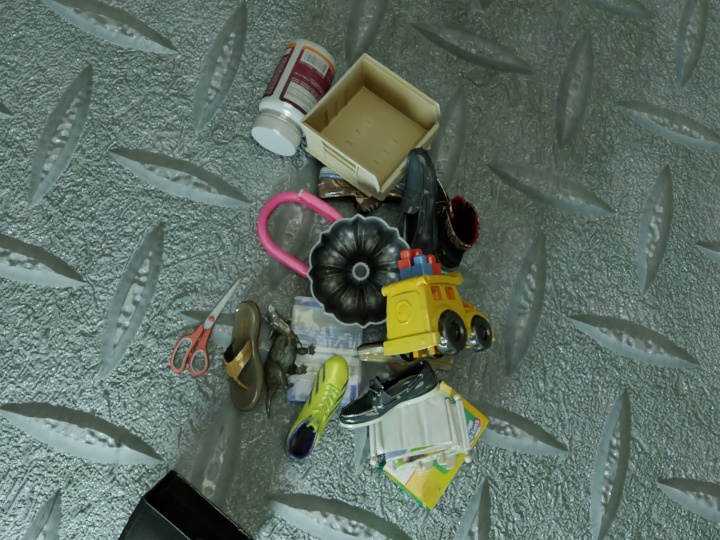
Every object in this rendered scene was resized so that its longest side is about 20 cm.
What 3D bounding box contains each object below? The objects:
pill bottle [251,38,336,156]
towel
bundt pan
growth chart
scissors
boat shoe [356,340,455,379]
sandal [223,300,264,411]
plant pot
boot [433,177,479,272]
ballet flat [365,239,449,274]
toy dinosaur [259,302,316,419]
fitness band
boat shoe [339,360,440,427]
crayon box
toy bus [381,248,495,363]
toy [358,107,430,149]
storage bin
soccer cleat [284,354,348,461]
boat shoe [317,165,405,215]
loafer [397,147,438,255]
[{"bbox_3d":[-0.131,-0.337,1.366,0.112,0.114,0.204,24,75,-3],"label":"pill bottle"},{"bbox_3d":[-0.064,0.151,1.315,0.143,0.024,0.205,6,77,-8],"label":"towel"},{"bbox_3d":[0.000,0.000,1.290,0.196,0.076,0.207,0,92,-1],"label":"bundt pan"},{"bbox_3d":[0.101,0.289,1.245,0.195,0.018,0.147,-9,55,18],"label":"growth chart"},{"bbox_3d":[-0.289,0.098,1.292,0.072,0.014,0.204,20,76,-3],"label":"scissors"},{"bbox_3d":[0.089,0.170,1.312,0.195,0.072,0.078,0,91,-13],"label":"boat shoe"},{"bbox_3d":[-0.217,0.151,1.255,0.054,0.079,0.205,19,64,-51],"label":"sandal"},{"bbox_3d":[-0.306,0.476,1.120,0.198,0.200,0.179,39,85,1],"label":"plant pot"},{"bbox_3d":[0.169,-0.111,1.347,0.071,0.151,0.205,-8,78,-11],"label":"boot"},{"bbox_3d":[0.075,-0.003,1.358,0.196,0.069,0.072,25,92,1],"label":"ballet flat"},{"bbox_3d":[-0.142,0.165,1.273,0.076,0.101,0.205,8,87,-39],"label":"toy dinosaur"},{"bbox_3d":[-0.106,-0.070,1.351,0.198,0.037,0.145,32,74,0],"label":"fitness band"},{"bbox_3d":[0.047,0.218,1.259,0.195,0.075,0.067,-19,114,-2],"label":"boat shoe"},{"bbox_3d":[0.137,0.322,1.292,0.118,0.058,0.201,38,74,0],"label":"crayon box"},{"bbox_3d":[0.130,0.057,1.222,0.197,0.134,0.197,4,74,-46],"label":"toy bus"},{"bbox_3d":[0.043,-0.296,1.421,0.195,0.047,0.118,-8,77,-12],"label":"toy"},{"bbox_3d":[0.022,-0.271,1.331,0.197,0.094,0.201,36,71,14],"label":"storage bin"},{"bbox_3d":[-0.073,0.249,1.243,0.064,0.084,0.203,28,87,-5],"label":"soccer cleat"},{"bbox_3d":[0.010,-0.147,1.376,0.195,0.072,0.074,12,80,4],"label":"boat shoe"},{"bbox_3d":[0.104,-0.124,1.300,0.069,0.068,0.206,-13,109,-26],"label":"loafer"}]
